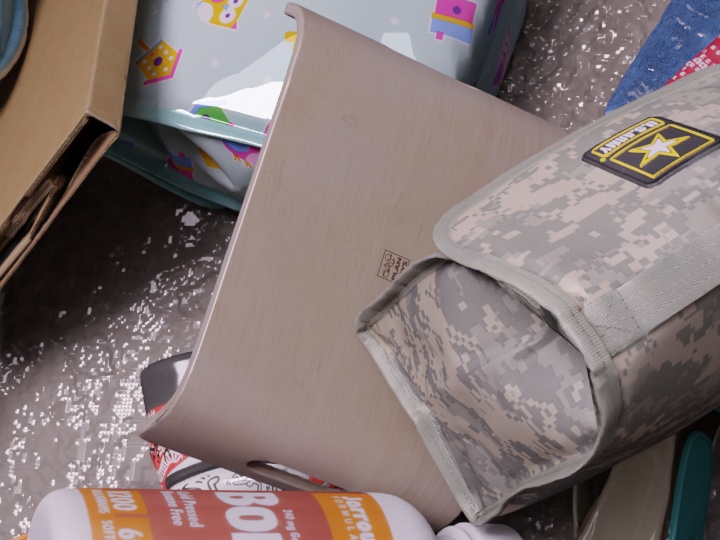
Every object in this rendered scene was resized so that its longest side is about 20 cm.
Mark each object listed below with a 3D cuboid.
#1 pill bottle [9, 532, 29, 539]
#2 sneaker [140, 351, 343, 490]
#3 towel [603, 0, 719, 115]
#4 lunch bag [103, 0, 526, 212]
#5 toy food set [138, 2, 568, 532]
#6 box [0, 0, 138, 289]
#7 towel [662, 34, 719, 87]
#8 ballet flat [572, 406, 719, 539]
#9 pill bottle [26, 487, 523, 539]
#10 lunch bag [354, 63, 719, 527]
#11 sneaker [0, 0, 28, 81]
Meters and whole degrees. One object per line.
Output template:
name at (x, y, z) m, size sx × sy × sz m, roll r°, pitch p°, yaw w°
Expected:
pill bottle at (-0.111, 0.211, 0.865) m, size 0.106 × 0.106 × 0.200 m, roll -35°, pitch 64°, yaw -2°
sneaker at (0.003, 0.080, 0.920) m, size 0.200 × 0.067 × 0.108 m, roll -11°, pitch 78°, yaw 1°
towel at (0.220, -0.067, 0.933) m, size 0.199 × 0.049 × 0.112 m, roll 27°, pitch 75°, yaw 23°
lunch bag at (-0.033, -0.113, 0.978) m, size 0.199 × 0.122 × 0.171 m, roll 15°, pitch 72°, yaw 14°
toy food set at (0.000, 0.000, 0.857) m, size 0.143 × 0.060 × 0.201 m, roll 23°, pitch 76°, yaw -24°
box at (-0.152, -0.090, 0.961) m, size 0.164 × 0.021 × 0.201 m, roll -46°, pitch 29°, yaw 38°
towel at (0.225, -0.072, 0.893) m, size 0.200 × 0.023 × 0.145 m, roll -40°, pitch 62°, yaw -12°
ballet flat at (0.136, 0.062, 0.893) m, size 0.069 × 0.070 × 0.201 m, roll 14°, pitch 71°, yaw 19°
pill bottle at (-0.033, 0.145, 0.802) m, size 0.199 × 0.112 × 0.113 m, roll 2°, pitch 64°, yaw -18°
lunch bag at (0.107, 0.002, 0.751) m, size 0.164 × 0.200 × 0.118 m, roll -29°, pitch 84°, yaw -21°
sneaker at (-0.207, -0.182, 0.980) m, size 0.078 × 0.090 × 0.201 m, roll -2°, pitch 67°, yaw -3°
